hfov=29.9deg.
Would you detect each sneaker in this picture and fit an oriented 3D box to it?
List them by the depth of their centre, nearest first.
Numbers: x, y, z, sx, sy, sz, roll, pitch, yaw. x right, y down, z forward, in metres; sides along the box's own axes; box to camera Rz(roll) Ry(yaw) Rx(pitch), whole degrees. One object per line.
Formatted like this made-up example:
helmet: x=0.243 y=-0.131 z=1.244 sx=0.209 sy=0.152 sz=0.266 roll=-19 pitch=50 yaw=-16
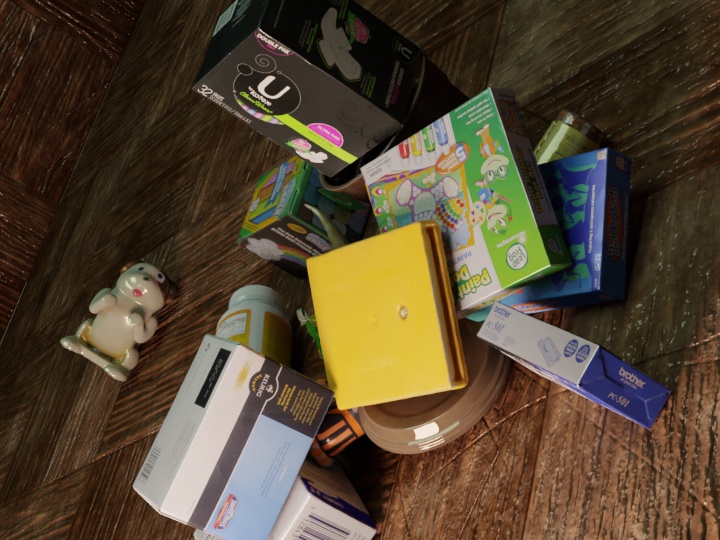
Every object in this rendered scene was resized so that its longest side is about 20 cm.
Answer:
sneaker: x=-0.010 y=0.165 z=1.636 sx=0.112 sy=0.078 sz=0.200 roll=-33 pitch=16 yaw=7

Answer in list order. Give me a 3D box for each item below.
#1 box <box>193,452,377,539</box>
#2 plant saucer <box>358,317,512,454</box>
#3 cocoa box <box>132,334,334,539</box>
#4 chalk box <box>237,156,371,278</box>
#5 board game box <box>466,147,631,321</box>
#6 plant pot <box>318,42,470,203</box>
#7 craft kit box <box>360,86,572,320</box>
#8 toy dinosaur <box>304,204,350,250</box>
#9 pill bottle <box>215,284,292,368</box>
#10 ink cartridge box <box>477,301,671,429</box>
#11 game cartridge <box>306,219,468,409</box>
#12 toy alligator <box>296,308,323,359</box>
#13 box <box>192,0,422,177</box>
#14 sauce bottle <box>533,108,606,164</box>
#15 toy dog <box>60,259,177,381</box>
box: x=-0.092 y=0.306 z=1.579 sx=0.184 sy=0.105 sz=0.200 roll=-56 pitch=25 yaw=8
plant saucer: x=0.077 y=0.111 z=1.495 sx=0.200 sy=0.029 sz=0.200 roll=-25 pitch=39 yaw=22
cocoa box: x=-0.142 y=0.191 z=1.510 sx=0.201 sy=0.131 sz=0.133 roll=-65 pitch=22 yaw=-7
chalk box: x=-0.066 y=-0.089 z=1.958 sx=0.200 sy=0.125 sz=0.124 roll=-23 pitch=43 yaw=51
board game box: x=0.188 y=-0.034 z=1.414 sx=0.200 sy=0.045 sz=0.153 roll=-12 pitch=66 yaw=47
plant pot: x=0.086 y=-0.135 z=1.623 sx=0.200 sy=0.198 sz=0.201 roll=-43 pitch=29 yaw=31
craft kit box: x=0.105 y=-0.059 z=1.411 sx=0.200 sy=0.048 sz=0.198 roll=-30 pitch=74 yaw=40
toy dinosaur: x=0.000 y=0.000 z=1.706 sx=0.101 sy=0.201 sz=0.058 roll=-19 pitch=7 yaw=-3
pill bottle: x=-0.152 y=0.117 z=1.903 sx=0.111 sy=0.111 sz=0.200 roll=-44 pitch=28 yaw=31
ink cartridge box: x=0.198 y=0.086 z=1.280 sx=0.044 sy=0.094 sz=0.200 roll=-60 pitch=24 yaw=-2
game cartridge: x=0.025 y=0.052 z=1.448 sx=0.200 sy=0.032 sz=0.177 roll=-17 pitch=82 yaw=51
toy alligator: x=-0.038 y=0.081 z=1.802 sx=0.054 sy=0.060 sz=0.200 roll=-18 pitch=20 yaw=-11
box: x=-0.058 y=-0.227 z=1.519 sx=0.148 sy=0.200 sz=0.125 roll=-31 pitch=35 yaw=47
sauce bottle: x=0.198 y=-0.082 z=1.510 sx=0.200 sy=0.066 sz=0.066 roll=-57 pitch=24 yaw=6
toy dog: x=-0.419 y=0.082 z=2.469 sx=0.200 sy=0.139 sz=0.194 roll=-58 pitch=-13 yaw=7
